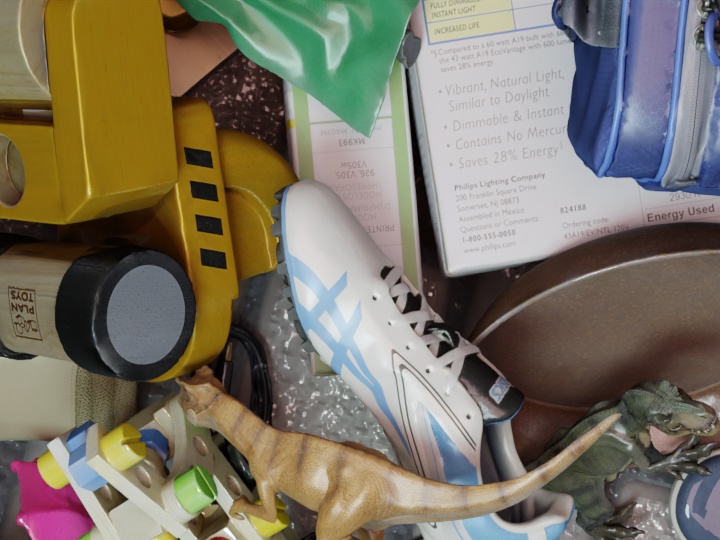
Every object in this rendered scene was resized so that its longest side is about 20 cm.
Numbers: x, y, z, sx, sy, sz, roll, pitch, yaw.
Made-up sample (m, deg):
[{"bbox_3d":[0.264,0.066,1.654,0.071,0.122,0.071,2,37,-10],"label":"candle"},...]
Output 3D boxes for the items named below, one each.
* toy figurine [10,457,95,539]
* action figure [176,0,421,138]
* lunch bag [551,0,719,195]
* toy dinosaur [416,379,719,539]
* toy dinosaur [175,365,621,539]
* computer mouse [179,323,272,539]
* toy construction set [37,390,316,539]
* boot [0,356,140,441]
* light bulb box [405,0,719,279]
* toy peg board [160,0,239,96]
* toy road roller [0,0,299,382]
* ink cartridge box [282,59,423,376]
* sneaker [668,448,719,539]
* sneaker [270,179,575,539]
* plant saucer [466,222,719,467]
[{"bbox_3d":[-0.202,0.152,1.150,0.183,0.200,0.151,3,52,-20],"label":"toy figurine"},{"bbox_3d":[-0.059,-0.155,1.094,0.199,0.055,0.119,25,101,14],"label":"action figure"},{"bbox_3d":[0.143,-0.099,0.992,0.131,0.200,0.137,5,95,1],"label":"lunch bag"},{"bbox_3d":[0.116,0.100,1.170,0.088,0.200,0.048,20,51,-32],"label":"toy dinosaur"},{"bbox_3d":[0.003,0.096,1.024,0.199,0.060,0.107,13,119,17],"label":"toy dinosaur"},{"bbox_3d":[-0.081,0.126,1.200,0.058,0.034,0.201,14,85,16],"label":"computer mouse"},{"bbox_3d":[-0.067,0.140,1.108,0.092,0.131,0.201,-18,105,16],"label":"toy construction set"},{"bbox_3d":[-0.177,-0.004,1.155,0.154,0.073,0.202,-1,107,2],"label":"boot"},{"bbox_3d":[0.118,-0.110,1.153,0.197,0.125,0.202,-9,89,-1],"label":"light bulb box"},{"bbox_3d":[-0.146,-0.168,1.162,0.199,0.098,0.200,-39,91,-1],"label":"toy peg board"},{"bbox_3d":[-0.105,-0.050,1.074,0.145,0.122,0.202,-17,105,-40],"label":"toy road roller"},{"bbox_3d":[0.000,0.000,1.161,0.059,0.104,0.202,-6,90,-1],"label":"ink cartridge box"},{"bbox_3d":[0.248,0.141,1.174,0.199,0.085,0.075,19,93,-1],"label":"sneaker"},{"bbox_3d":[0.027,0.042,1.069,0.072,0.072,0.201,-28,99,24],"label":"sneaker"},{"bbox_3d":[0.137,0.033,1.137,0.199,0.201,0.035,-7,58,-1],"label":"plant saucer"}]
